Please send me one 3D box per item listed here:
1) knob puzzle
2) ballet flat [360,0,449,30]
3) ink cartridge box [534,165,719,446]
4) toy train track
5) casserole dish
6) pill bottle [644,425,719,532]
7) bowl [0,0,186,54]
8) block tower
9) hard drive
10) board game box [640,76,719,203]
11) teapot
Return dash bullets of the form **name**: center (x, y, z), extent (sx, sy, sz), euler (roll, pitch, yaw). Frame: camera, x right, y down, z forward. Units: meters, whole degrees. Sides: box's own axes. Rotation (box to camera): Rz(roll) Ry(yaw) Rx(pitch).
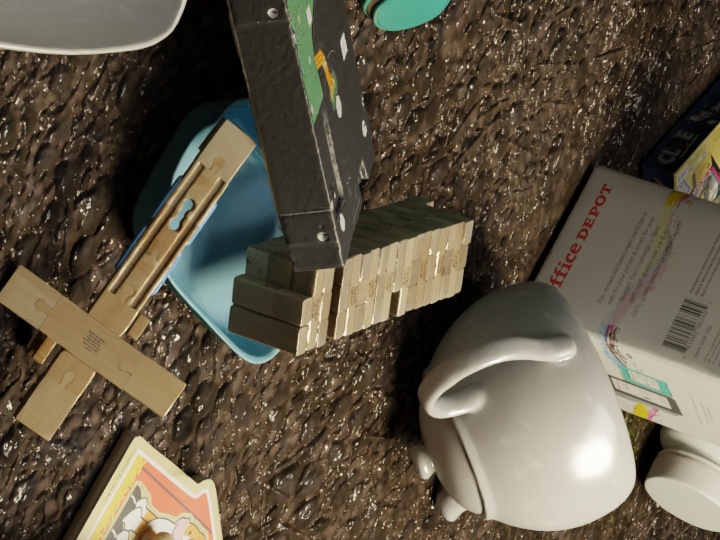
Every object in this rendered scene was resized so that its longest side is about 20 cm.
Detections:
- **knob puzzle**: center (-0.137, 0.221, 1.277), extent (0.219, 0.030, 0.222), euler (-35, 134, -46)
- **ballet flat**: center (0.020, -0.199, 1.250), extent (0.200, 0.067, 0.071), euler (18, 49, -84)
- **ink cartridge box**: center (0.260, 0.035, 1.653), extent (0.148, 0.199, 0.146), euler (-60, 149, -17)
- **toy train track**: center (-0.127, 0.003, 1.128), extent (0.114, 0.033, 0.201), euler (37, 83, -16)
- **casserole dish**: center (-0.077, -0.026, 1.230), extent (0.122, 0.039, 0.200), euler (-62, 148, -15)
- **pill bottle**: center (0.359, 0.143, 1.960), extent (0.201, 0.113, 0.114), euler (-59, 148, -20)
- **bowl**: center (-0.152, -0.210, 0.970), extent (0.199, 0.074, 0.202), euler (-7, 112, -56)
- **block tower**: center (0.000, 0.000, 1.280), extent (0.199, 0.057, 0.055), euler (-21, 124, -55)
- **hard drive**: center (-0.034, -0.120, 1.170), extent (0.140, 0.037, 0.202), euler (-76, 158, -57)
- **board game box**: center (0.316, -0.090, 1.839), extent (0.200, 0.034, 0.136), euler (-44, 140, -38)
- **teapot**: center (0.105, 0.112, 1.498), extent (0.145, 0.197, 0.202), euler (-22, 109, -7)
